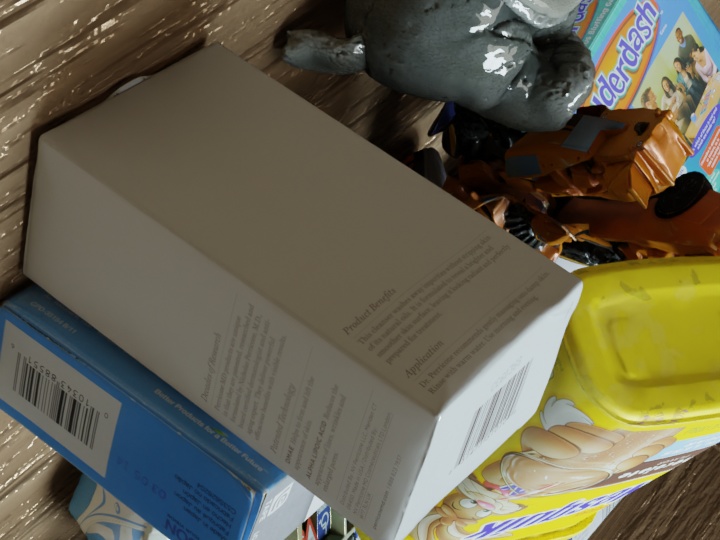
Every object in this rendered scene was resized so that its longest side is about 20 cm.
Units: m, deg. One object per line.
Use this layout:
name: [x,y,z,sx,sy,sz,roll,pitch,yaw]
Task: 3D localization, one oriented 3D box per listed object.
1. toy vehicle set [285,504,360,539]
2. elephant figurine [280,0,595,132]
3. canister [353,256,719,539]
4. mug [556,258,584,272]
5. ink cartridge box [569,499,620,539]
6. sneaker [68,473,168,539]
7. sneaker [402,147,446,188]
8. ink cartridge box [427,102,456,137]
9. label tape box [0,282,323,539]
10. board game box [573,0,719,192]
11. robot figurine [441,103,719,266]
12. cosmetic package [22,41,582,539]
toy vehicle set: [-0.009,0.153,0.895,0.200,0.026,0.125,-33,124,-66]
elephant figurine: [0.077,-0.175,0.710,0.155,0.141,0.201,-58,175,-47]
canister: [0.099,0.073,0.754,0.148,0.087,0.200,-4,156,-32]
mug: [0.110,0.013,1.048,0.153,0.187,0.149,-38,-162,-25]
ink cartridge box: [0.078,0.169,1.157,0.196,0.199,0.044,-36,127,-46]
sneaker: [-0.088,0.140,0.849,0.072,0.072,0.200,-63,154,-7]
sneaker: [0.000,0.000,0.891,0.201,0.111,0.078,-82,158,-54]
ink cartridge box: [0.088,-0.179,0.864,0.119,0.042,0.201,-31,147,-53]
label tape box: [-0.046,0.031,0.702,0.200,0.144,0.064,-36,153,-47]
board game box: [0.180,-0.085,0.960,0.200,0.045,0.153,45,70,-37]
robot figurine: [0.118,-0.036,0.820,0.058,0.145,0.200,-54,-156,-17]
cosmetic package: [-0.027,0.003,0.620,0.113,0.199,0.082,-35,151,-43]
